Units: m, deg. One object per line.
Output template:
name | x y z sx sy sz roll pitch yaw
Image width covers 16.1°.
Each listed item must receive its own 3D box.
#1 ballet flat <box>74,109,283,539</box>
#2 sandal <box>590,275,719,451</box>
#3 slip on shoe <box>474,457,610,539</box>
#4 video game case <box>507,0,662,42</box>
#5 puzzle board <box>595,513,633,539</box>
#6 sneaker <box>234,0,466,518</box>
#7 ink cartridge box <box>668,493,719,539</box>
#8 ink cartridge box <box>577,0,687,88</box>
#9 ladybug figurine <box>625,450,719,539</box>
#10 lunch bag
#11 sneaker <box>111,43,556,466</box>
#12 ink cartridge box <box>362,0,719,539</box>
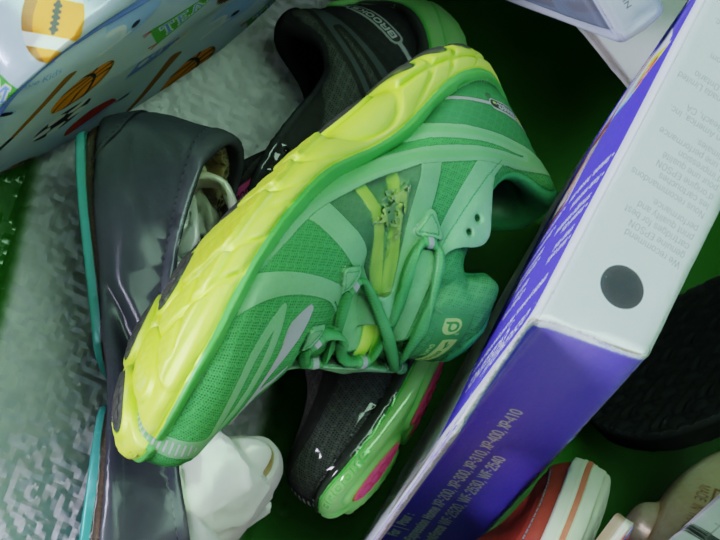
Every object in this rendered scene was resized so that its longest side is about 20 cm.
ballet flat | -0.059 0.042 0.836 0.073 0.073 0.200 5 74 -23
sandal | 0.171 0.024 0.902 0.048 0.200 0.075 51 29 -27
slip on shoe | 0.002 0.129 0.806 0.200 0.074 0.061 -45 86 5
video game case | 0.010 -0.168 0.860 0.023 0.200 0.182 -38 113 -8
puzzle board | 0.018 0.173 0.768 0.017 0.151 0.200 35 73 11
sneaker | -0.011 -0.006 0.896 0.084 0.077 0.200 8 62 -7
ink cartridge box | 0.095 0.152 0.764 0.084 0.145 0.200 34 16 14
ink cartridge box | 0.151 -0.180 0.947 0.145 0.147 0.200 52 38 -3
ladybug figurine | 0.174 0.140 0.919 0.200 0.072 0.136 35 61 -10
lunch bag | -0.078 -0.105 0.841 0.200 0.160 0.076 -37 90 -30
sneaker | 0.000 0.000 0.801 0.084 0.074 0.200 47 51 1
ink cartridge box | 0.063 0.022 0.838 0.043 0.198 0.200 32 61 1
